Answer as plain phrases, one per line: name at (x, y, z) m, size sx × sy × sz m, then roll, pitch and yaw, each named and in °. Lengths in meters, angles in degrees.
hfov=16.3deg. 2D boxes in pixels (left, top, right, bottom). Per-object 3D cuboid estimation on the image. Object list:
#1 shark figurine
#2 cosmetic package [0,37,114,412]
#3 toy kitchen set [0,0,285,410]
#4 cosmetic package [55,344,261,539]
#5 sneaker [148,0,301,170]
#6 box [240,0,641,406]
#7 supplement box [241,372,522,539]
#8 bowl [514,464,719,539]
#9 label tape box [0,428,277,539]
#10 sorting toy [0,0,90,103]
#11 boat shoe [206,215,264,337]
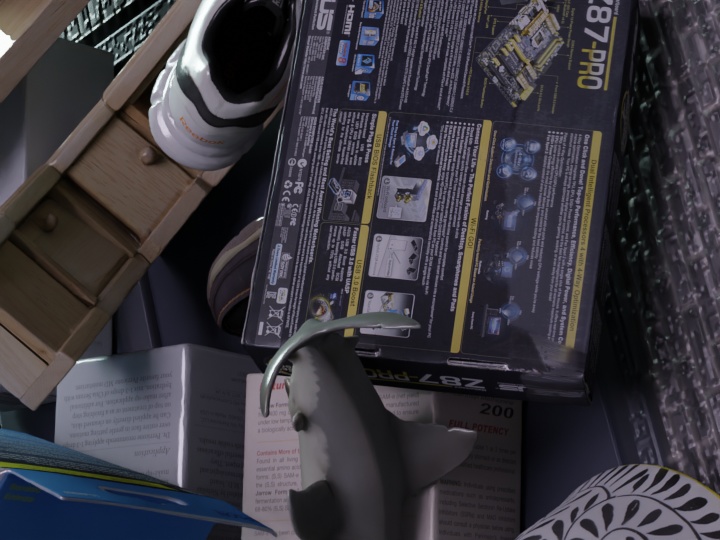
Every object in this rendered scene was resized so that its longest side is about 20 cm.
shark figurine at (0.008, 0.071, 1.116) m, size 0.089 × 0.215 × 0.129 m, roll -4°, pitch 41°, yaw 2°
cosmetic package at (-0.199, -0.027, 1.447) m, size 0.101 × 0.071 × 0.201 m, roll -13°, pitch 71°, yaw 41°
toy kitchen set at (-0.149, -0.076, 1.281) m, size 0.163 × 0.200 × 0.181 m, roll 40°, pitch 117°, yaw -5°
cosmetic package at (-0.104, 0.146, 1.309) m, size 0.101 × 0.071 × 0.201 m, roll -9°, pitch 75°, yaw 41°
sneaker at (-0.039, -0.145, 1.260) m, size 0.080 × 0.073 × 0.201 m, roll -38°, pitch 30°, yaw 65°
box at (0.040, -0.045, 1.170) m, size 0.160 × 0.049 × 0.201 m, roll 4°, pitch 70°, yaw 13°
supplement box at (0.009, 0.147, 1.213) m, size 0.126 × 0.073 × 0.201 m, roll -6°, pitch 78°, yaw 41°
bowl at (0.096, 0.189, 1.070) m, size 0.200 × 0.094 × 0.202 m, roll 14°, pitch 107°, yaw 55°
label tape box at (-0.160, 0.120, 1.210) m, size 0.199 × 0.143 × 0.067 m, roll 15°, pitch 91°, yaw 43°
sorting toy at (-0.241, -0.167, 1.441) m, size 0.200 × 0.070 × 0.199 m, roll -49°, pitch 34°, yaw -4°
boat shoe at (0.000, 0.000, 1.254) m, size 0.199 × 0.074 × 0.074 m, roll -27°, pitch 63°, yaw 37°
